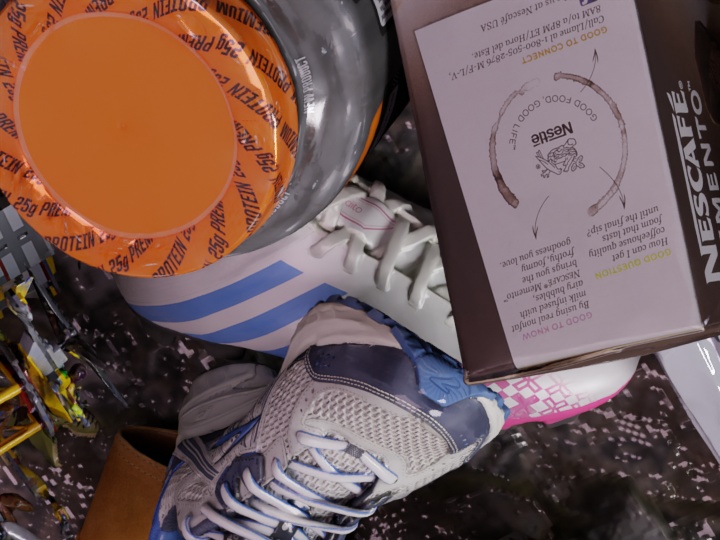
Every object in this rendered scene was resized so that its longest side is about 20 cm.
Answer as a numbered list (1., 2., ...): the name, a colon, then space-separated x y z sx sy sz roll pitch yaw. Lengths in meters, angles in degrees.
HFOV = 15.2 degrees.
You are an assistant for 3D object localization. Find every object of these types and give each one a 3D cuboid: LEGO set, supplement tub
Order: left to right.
1. LEGO set: -0.127 0.043 0.974 0.115 0.200 0.154 -31 121 -12
2. supplement tub: -0.038 -0.082 0.847 0.122 0.200 0.123 8 118 16

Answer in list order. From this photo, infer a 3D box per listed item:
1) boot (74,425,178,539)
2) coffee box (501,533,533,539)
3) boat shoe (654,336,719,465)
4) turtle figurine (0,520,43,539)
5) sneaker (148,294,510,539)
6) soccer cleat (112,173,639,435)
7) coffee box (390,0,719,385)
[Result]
1. boot: -0.105 0.126 1.058 0.200 0.071 0.145 12 112 11
2. coffee box: 0.079 0.170 0.920 0.200 0.113 0.080 18 126 55
3. boat shoe: 0.143 0.031 0.924 0.071 0.072 0.201 -31 101 6
4. turtle figurine: -0.056 0.186 0.875 0.198 0.144 0.195 -10 128 -4
5. sneaker: -0.017 0.073 0.910 0.077 0.086 0.200 32 155 -12
6. soccer cleat: 0.000 0.000 0.944 0.198 0.070 0.087 11 134 16
7. coffee box: 0.067 -0.073 0.825 0.079 0.113 0.202 -13 85 25
